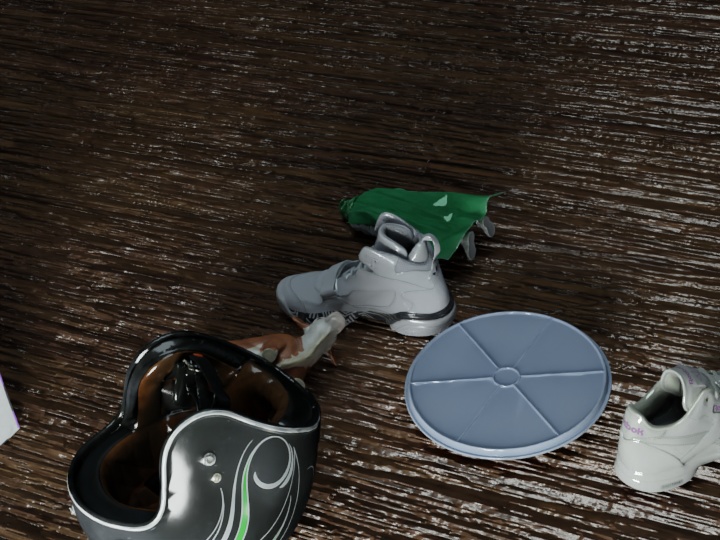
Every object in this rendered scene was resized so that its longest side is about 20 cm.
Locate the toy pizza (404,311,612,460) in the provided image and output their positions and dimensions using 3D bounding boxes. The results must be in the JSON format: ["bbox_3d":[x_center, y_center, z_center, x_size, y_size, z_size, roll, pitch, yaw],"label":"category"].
[{"bbox_3d":[0.141,0.113,1.296,0.197,0.032,0.202,-7,38,5],"label":"toy pizza"}]

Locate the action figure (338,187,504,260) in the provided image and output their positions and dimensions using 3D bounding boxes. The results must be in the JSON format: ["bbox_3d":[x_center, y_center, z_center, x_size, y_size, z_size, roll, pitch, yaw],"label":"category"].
[{"bbox_3d":[0.053,-0.058,1.521,0.198,0.055,0.118,14,44,38],"label":"action figure"}]

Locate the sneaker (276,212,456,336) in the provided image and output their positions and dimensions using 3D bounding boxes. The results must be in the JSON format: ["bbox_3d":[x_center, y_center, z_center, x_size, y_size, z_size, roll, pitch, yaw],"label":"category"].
[{"bbox_3d":[0.000,0.000,1.405,0.197,0.116,0.075,6,39,20],"label":"sneaker"}]

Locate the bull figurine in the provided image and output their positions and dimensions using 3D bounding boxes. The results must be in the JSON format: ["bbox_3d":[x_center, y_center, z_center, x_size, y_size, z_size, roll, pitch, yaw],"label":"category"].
[{"bbox_3d":[-0.105,0.095,1.333,0.197,0.066,0.121,-18,4,1],"label":"bull figurine"}]

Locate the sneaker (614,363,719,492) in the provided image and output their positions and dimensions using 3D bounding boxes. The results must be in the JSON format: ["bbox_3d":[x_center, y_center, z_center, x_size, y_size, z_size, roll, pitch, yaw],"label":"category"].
[{"bbox_3d":[0.312,0.121,1.190,0.198,0.101,0.075,-23,36,-19],"label":"sneaker"}]

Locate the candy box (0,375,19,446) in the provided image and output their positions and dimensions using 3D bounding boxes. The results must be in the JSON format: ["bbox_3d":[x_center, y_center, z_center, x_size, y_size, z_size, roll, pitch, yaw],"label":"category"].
[{"bbox_3d":[-0.451,0.087,1.350,0.198,0.170,0.072,17,43,31],"label":"candy box"}]

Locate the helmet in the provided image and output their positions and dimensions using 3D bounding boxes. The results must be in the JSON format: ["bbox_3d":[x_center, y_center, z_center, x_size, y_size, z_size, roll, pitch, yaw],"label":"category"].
[{"bbox_3d":[-0.140,0.172,1.151,0.198,0.193,0.200,26,15,-7],"label":"helmet"}]
